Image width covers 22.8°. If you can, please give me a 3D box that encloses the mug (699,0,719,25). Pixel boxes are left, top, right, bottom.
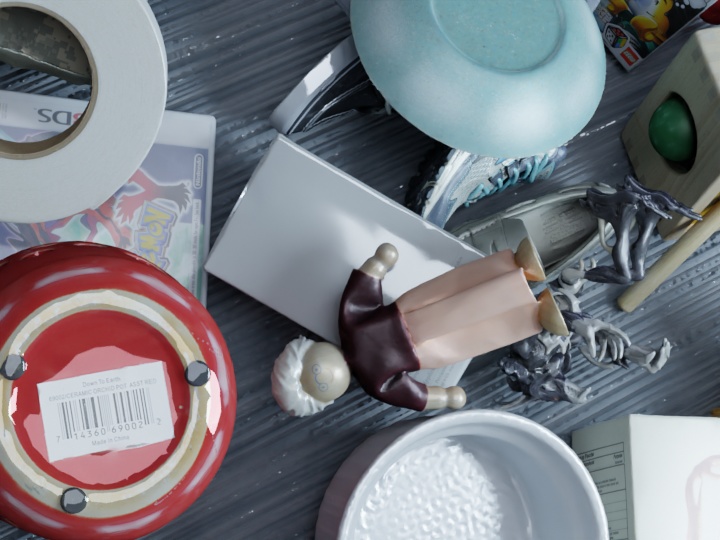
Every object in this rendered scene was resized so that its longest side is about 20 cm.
[{"bbox_3d":[0.290,-0.306,1.391,0.133,0.200,0.178,-42,91,-22],"label":"mug"}]

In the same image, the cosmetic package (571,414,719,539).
[{"bbox_3d":[0.216,0.211,1.301,0.087,0.103,0.201,3,78,-18],"label":"cosmetic package"}]

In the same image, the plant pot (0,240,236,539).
[{"bbox_3d":[-0.179,0.077,1.156,0.199,0.182,0.202,1,86,-15],"label":"plant pot"}]

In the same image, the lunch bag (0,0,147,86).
[{"bbox_3d":[-0.222,-0.234,1.265,0.163,0.118,0.201,19,76,-12],"label":"lunch bag"}]

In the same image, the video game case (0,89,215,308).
[{"bbox_3d":[-0.197,-0.025,1.275,0.181,0.023,0.201,6,76,-15],"label":"video game case"}]

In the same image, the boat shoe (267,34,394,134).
[{"bbox_3d":[0.019,-0.151,1.348,0.200,0.072,0.068,-38,88,-28],"label":"boat shoe"}]

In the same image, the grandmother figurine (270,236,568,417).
[{"bbox_3d":[0.031,0.041,1.198,0.199,0.061,0.122,-24,83,2],"label":"grandmother figurine"}]

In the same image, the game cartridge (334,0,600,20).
[{"bbox_3d":[0.091,-0.203,1.335,0.200,0.042,0.133,-35,84,-30],"label":"game cartridge"}]

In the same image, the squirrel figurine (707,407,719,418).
[{"bbox_3d":[0.353,0.109,1.329,0.200,0.142,0.187,-35,123,5],"label":"squirrel figurine"}]

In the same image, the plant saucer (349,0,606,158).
[{"bbox_3d":[0.093,-0.177,1.280,0.200,0.039,0.202,8,63,-17],"label":"plant saucer"}]

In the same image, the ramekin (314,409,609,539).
[{"bbox_3d":[0.064,0.194,1.244,0.199,0.098,0.202,0,90,-18],"label":"ramekin"}]

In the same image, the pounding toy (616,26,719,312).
[{"bbox_3d":[0.293,-0.084,1.365,0.199,0.184,0.143,-11,69,-19],"label":"pounding toy"}]

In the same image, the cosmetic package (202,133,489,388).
[{"bbox_3d":[0.000,0.000,1.268,0.199,0.081,0.113,32,90,3],"label":"cosmetic package"}]

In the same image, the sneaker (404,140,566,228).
[{"bbox_3d":[0.111,-0.093,1.356,0.086,0.078,0.200,40,70,-8],"label":"sneaker"}]

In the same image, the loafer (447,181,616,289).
[{"bbox_3d":[0.110,-0.015,1.337,0.199,0.070,0.070,-29,90,-17],"label":"loafer"}]

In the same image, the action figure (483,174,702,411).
[{"bbox_3d":[0.169,0.035,1.292,0.102,0.119,0.201,35,107,24],"label":"action figure"}]

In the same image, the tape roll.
[{"bbox_3d":[-0.230,-0.131,1.207,0.202,0.037,0.204,-1,107,-5],"label":"tape roll"}]

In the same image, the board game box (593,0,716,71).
[{"bbox_3d":[0.190,-0.267,1.391,0.200,0.126,0.035,50,52,0],"label":"board game box"}]
